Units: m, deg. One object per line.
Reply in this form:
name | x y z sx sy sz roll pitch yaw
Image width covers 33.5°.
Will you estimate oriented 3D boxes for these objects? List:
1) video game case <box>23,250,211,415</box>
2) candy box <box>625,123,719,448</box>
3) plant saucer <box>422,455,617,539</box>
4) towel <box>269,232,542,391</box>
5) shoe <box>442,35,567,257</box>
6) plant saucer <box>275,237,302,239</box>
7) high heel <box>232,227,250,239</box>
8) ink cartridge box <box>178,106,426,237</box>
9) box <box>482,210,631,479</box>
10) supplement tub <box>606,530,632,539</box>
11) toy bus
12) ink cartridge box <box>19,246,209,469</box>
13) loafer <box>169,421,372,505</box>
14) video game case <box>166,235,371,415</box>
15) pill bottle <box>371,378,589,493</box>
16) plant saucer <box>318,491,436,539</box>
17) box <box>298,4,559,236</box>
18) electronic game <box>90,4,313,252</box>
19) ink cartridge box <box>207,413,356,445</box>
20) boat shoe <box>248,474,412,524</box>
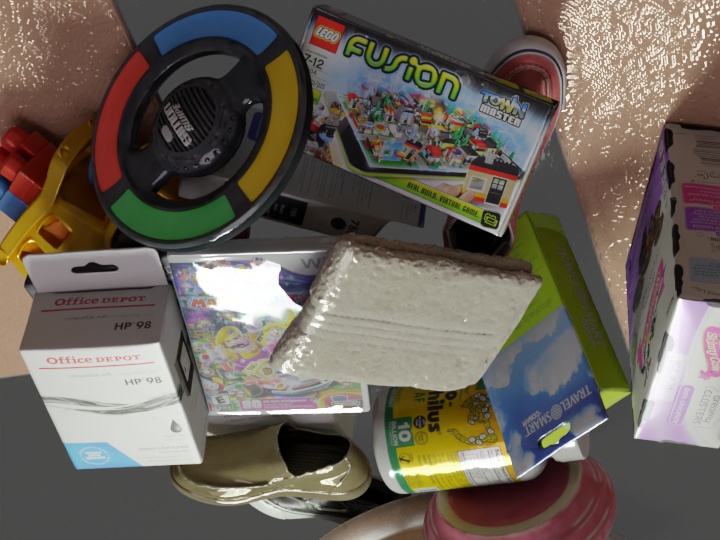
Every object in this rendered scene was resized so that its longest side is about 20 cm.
video game case | -0.175 0.061 1.021 0.143 0.019 0.200 -11 133 13
candy box | 0.264 0.011 0.957 0.071 0.200 0.168 7 135 3
plant saucer | 0.156 0.234 1.211 0.200 0.201 0.051 -10 119 20
towel | 0.039 0.035 0.948 0.200 0.035 0.133 9 124 -33
shoe | 0.115 -0.085 0.964 0.071 0.091 0.200 14 136 -3
plant saucer | 0.000 0.000 1.046 0.200 0.032 0.200 10 176 1
high heel | -0.122 0.038 1.047 0.096 0.067 0.200 37 124 -3
ink cartridge box | -0.043 -0.079 0.995 0.200 0.100 0.039 14 134 -3
box | 0.153 0.064 1.035 0.048 0.200 0.122 6 144 -36
supplement tub | 0.225 0.338 1.347 0.200 0.132 0.132 26 134 -15
toy bus | -0.231 -0.061 1.044 0.192 0.136 0.200 43 127 -9
ink cartridge box | -0.201 0.076 0.977 0.116 0.067 0.200 -4 135 6
loafer | -0.089 0.182 1.172 0.199 0.076 0.068 -2 134 0
video game case | -0.069 0.050 0.980 0.143 0.018 0.200 -2 135 5
pill bottle | 0.121 0.158 1.195 0.200 0.113 0.113 -10 133 20
plant saucer | 0.033 0.311 1.357 0.200 0.032 0.200 -17 150 -10
box | 0.039 -0.116 0.921 0.200 0.035 0.110 23 109 8
electronic game | -0.125 -0.111 0.919 0.200 0.200 0.042 -15 159 24
ink cartridge box | -0.106 0.094 1.194 0.146 0.083 0.200 -11 132 21
boat shoe | -0.039 0.243 1.350 0.200 0.071 0.064 15 137 -16
